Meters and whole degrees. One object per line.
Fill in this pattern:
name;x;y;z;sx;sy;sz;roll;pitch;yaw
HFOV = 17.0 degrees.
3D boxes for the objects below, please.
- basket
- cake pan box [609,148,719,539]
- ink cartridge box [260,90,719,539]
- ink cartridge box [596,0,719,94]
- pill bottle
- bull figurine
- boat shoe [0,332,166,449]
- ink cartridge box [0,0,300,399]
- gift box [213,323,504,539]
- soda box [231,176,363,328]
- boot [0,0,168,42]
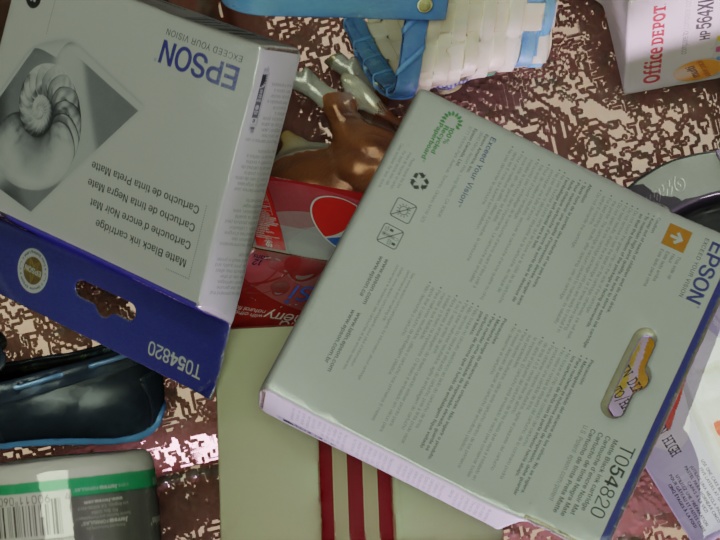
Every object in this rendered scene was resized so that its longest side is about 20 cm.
basket;0.010;-0.176;1.391;0.199;0.177;0.140;5;113;-12
cake pan box;0.220;0.029;1.385;0.184;0.052;0.201;-31;86;9
ink cartridge box;0.077;0.030;1.293;0.199;0.041;0.200;26;70;6
ink cartridge box;0.214;-0.194;1.402;0.199;0.129;0.126;-11;68;1
pill bottle;-0.168;0.210;1.414;0.112;0.113;0.201;-5;88;1
bull figurine;-0.054;-0.044;1.447;0.199;0.065;0.122;-27;86;0
boat shoe;-0.218;0.065;1.443;0.199;0.084;0.069;-4;107;-13
ink cartridge box;-0.137;-0.053;1.336;0.199;0.040;0.201;22;104;37
gift box;0.008;0.142;1.385;0.183;0.200;0.188;-4;72;5
soda box;0.000;0.000;1.387;0.199;0.070;0.064;10;45;-31
boot;-0.173;-0.098;1.427;0.186;0.064;0.201;-31;76;10
